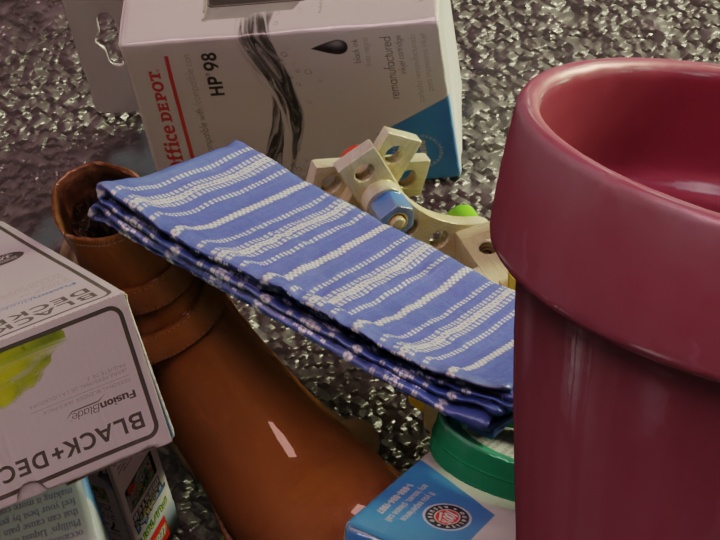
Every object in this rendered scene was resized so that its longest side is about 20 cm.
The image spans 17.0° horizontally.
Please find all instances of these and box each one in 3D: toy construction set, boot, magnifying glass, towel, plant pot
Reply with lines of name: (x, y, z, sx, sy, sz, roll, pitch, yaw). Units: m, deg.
toy construction set: (0.054, 0.021, 1.115, 0.130, 0.092, 0.201, -18, 59, -15)
boot: (-0.060, 0.037, 1.040, 0.076, 0.156, 0.200, -32, 31, -12)
magnifying glass: (0.104, 0.064, 1.003, 0.079, 0.023, 0.199, 25, 20, 34)
towel: (0.000, 0.000, 1.008, 0.199, 0.024, 0.145, 29, 21, 15)
plant pot: (0.134, 0.041, 0.847, 0.198, 0.180, 0.200, 10, 21, -4)

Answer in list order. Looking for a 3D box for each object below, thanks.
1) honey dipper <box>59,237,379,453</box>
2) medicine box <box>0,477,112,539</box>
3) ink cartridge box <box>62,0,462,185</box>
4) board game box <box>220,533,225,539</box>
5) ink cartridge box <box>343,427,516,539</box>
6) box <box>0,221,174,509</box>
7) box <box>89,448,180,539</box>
honey dipper: (-0.068, 0.037, 1.161, 0.200, 0.038, 0.038, 36, 64, 29)
medicine box: (-0.120, 0.202, 0.931, 0.102, 0.183, 0.201, -18, 50, -5)
ink cartridge box: (-0.052, -0.101, 1.219, 0.198, 0.116, 0.067, -4, 51, 7)
board game box: (0.027, 0.159, 1.045, 0.198, 0.030, 0.096, 6, 51, 16)
ink cartridge box: (0.102, 0.144, 0.938, 0.199, 0.085, 0.144, 18, 21, 19)
box: (-0.159, 0.039, 0.938, 0.116, 0.061, 0.200, -21, 16, -16)
box: (-0.184, 0.069, 1.102, 0.199, 0.110, 0.035, 15, 54, 22)
